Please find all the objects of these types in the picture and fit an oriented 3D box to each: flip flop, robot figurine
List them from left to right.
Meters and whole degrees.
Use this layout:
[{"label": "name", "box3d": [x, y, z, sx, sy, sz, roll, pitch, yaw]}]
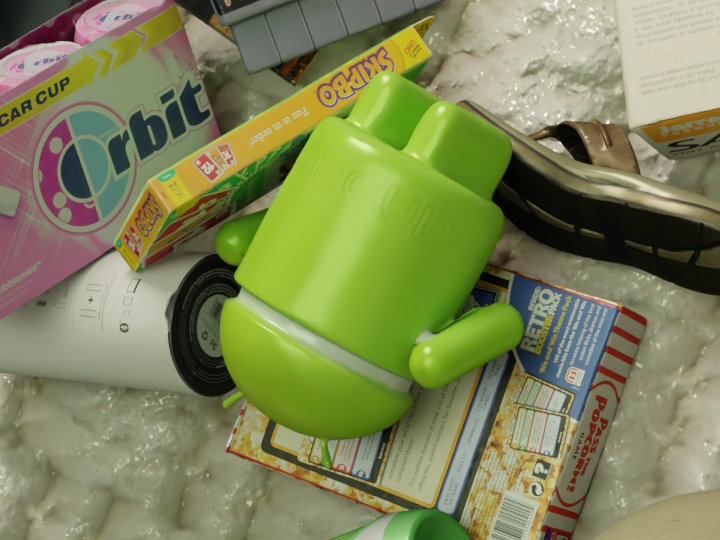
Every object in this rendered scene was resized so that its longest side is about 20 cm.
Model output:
[{"label": "robot figurine", "box3d": [0.000, 0.000, 1.377, 0.175, 0.115, 0.201, 29, 93, 34]}, {"label": "flip flop", "box3d": [0.136, -0.047, 1.406, 0.199, 0.081, 0.058, 20, 61, 30]}]

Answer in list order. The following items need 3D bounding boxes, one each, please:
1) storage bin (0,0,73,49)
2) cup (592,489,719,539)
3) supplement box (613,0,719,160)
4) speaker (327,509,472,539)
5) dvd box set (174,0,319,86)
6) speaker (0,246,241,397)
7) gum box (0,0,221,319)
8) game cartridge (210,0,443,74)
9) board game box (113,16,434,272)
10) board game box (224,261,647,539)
[{"label": "storage bin", "box3d": [-0.254, -0.215, 1.558, 0.135, 0.145, 0.201, 62, 142, 33]}, {"label": "cup", "box3d": [0.164, 0.201, 1.295, 0.199, 0.143, 0.202, -6, 76, 23]}, {"label": "supplement box", "box3d": [0.201, -0.173, 1.397, 0.125, 0.073, 0.202, -11, 74, 22]}, {"label": "speaker", "box3d": [-0.030, 0.193, 1.402, 0.199, 0.088, 0.089, -24, 69, 32]}, {"label": "dvd box set", "box3d": [-0.040, -0.229, 1.505, 0.146, 0.029, 0.201, 35, 95, -10]}, {"label": "speaker", "box3d": [-0.156, 0.025, 1.496, 0.199, 0.081, 0.082, 3, 80, 38]}, {"label": "gum box", "box3d": [-0.170, -0.070, 1.468, 0.066, 0.200, 0.114, 12, 127, 46]}, {"label": "game cartridge", "box3d": [-0.043, -0.224, 1.473, 0.129, 0.038, 0.201, -22, 102, -5]}, {"label": "board game box", "box3d": [-0.042, -0.071, 1.430, 0.199, 0.096, 0.030, -35, 83, -25]}, {"label": "board game box", "box3d": [0.039, 0.064, 1.437, 0.199, 0.046, 0.153, 20, 88, 27]}]
